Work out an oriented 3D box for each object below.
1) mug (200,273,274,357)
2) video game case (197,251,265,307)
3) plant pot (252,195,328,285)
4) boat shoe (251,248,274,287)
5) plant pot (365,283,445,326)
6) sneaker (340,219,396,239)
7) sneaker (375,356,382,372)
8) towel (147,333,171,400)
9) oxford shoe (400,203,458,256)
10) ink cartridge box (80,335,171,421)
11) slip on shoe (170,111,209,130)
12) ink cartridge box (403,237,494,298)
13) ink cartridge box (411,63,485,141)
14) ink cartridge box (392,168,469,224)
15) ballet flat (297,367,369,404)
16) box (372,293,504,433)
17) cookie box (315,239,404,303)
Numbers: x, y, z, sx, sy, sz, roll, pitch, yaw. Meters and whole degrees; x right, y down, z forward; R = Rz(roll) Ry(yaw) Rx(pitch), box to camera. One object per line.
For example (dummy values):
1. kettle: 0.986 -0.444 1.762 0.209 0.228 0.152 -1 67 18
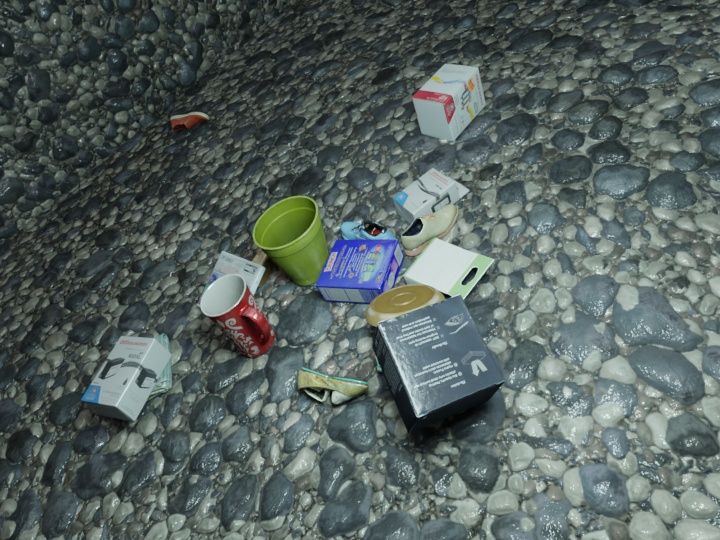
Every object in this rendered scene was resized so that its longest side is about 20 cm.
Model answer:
1. mug: -0.305 0.139 1.482 0.131 0.202 0.178 -31 43 -6
2. video game case: -0.386 0.050 1.697 0.197 0.024 0.186 17 80 38
3. plant pot: -0.174 -0.068 1.617 0.195 0.195 0.204 -14 44 14
4. boat shoe: -0.290 -0.045 1.743 0.068 0.075 0.203 13 57 28
5. plant pot: 0.103 0.077 1.354 0.194 0.028 0.201 -14 20 5
6. sneaker: 0.019 -0.118 1.641 0.196 0.091 0.079 16 57 38
7. sneaker: 0.097 0.231 1.303 0.118 0.072 0.205 -42 53 39
8. towel: -0.617 0.289 1.614 0.168 0.049 0.202 -26 43 1
9. oxford shoe: 0.192 -0.125 1.571 0.199 0.075 0.070 -42 44 -15
10. ink cartridge box: -0.622 0.283 1.526 0.141 0.085 0.203 -1 50 29
11. slip on shoe: -0.780 -0.680 2.616 0.194 0.074 0.063 -6 81 14
12. ink cartridge box: 0.225 0.005 1.450 0.198 0.048 0.146 25 64 41
13. ink cartridge box: 0.293 -0.555 1.875 0.143 0.147 0.201 23 62 40
14. ink cartridge box: 0.205 -0.221 1.660 0.198 0.069 0.116 -37 44 -10
15. ballet flat: -0.068 0.277 1.338 0.195 0.072 0.072 6 52 31
16. box: 0.149 0.185 1.147 0.192 0.118 0.204 -17 62 -16
17. cookie box: 0.000 0.000 1.550 0.195 0.076 0.174 2 51 28
